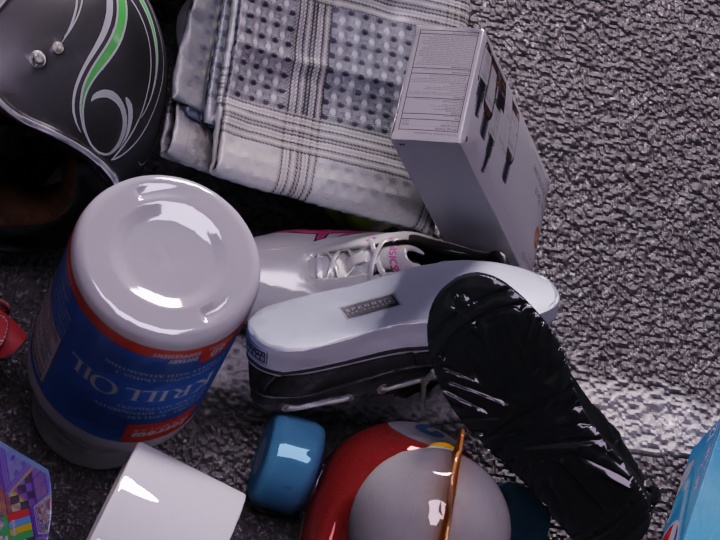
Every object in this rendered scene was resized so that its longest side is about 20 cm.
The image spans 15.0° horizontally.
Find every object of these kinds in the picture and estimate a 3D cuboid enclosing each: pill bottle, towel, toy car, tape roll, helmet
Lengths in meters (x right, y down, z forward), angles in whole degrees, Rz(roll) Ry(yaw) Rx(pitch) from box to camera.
[{"bbox_3d":[-0.135,0.039,1.608,0.112,0.200,0.113,8,59,-14],"label":"pill bottle"},{"bbox_3d":[-0.023,-0.135,1.735,0.199,0.035,0.193,15,78,-24],"label":"towel"},{"bbox_3d":[0.036,0.146,1.606,0.184,0.200,0.177,18,57,-9],"label":"toy car"},{"bbox_3d":[-0.138,0.198,1.517,0.071,0.203,0.203,26,56,-2],"label":"tape roll"},{"bbox_3d":[-0.216,-0.128,1.683,0.199,0.200,0.191,10,56,-13],"label":"helmet"}]

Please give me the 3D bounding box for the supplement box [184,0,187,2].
[{"bbox_3d":[-0.085,-0.275,1.847,0.103,0.131,0.200,-17,67,-26],"label":"supplement box"}]

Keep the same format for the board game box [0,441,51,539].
[{"bbox_3d":[-0.270,0.146,1.526,0.200,0.039,0.158,26,79,34],"label":"board game box"}]

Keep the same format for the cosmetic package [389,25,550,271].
[{"bbox_3d":[0.074,-0.070,1.739,0.050,0.200,0.083,6,67,20],"label":"cosmetic package"}]

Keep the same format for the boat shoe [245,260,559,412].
[{"bbox_3d":[0.027,0.048,1.683,0.199,0.068,0.074,-14,38,-19],"label":"boat shoe"}]

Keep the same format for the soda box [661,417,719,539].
[{"bbox_3d":[0.223,0.193,1.724,0.068,0.064,0.200,26,56,-3],"label":"soda box"}]

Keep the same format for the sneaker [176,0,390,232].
[{"bbox_3d":[-0.032,-0.118,1.815,0.200,0.076,0.105,49,47,-3],"label":"sneaker"}]

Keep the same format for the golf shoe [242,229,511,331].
[{"bbox_3d":[0.000,0.000,1.743,0.199,0.092,0.073,4,61,-15],"label":"golf shoe"}]

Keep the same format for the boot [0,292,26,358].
[{"bbox_3d":[-0.255,-0.018,1.612,0.144,0.200,0.072,17,29,-9],"label":"boot"}]

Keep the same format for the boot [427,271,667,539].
[{"bbox_3d":[0.110,0.085,1.632,0.073,0.162,0.198,-36,91,5],"label":"boot"}]
